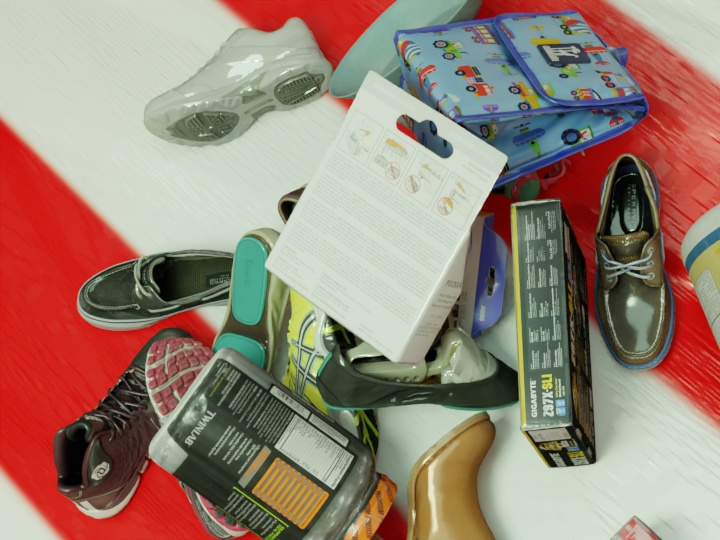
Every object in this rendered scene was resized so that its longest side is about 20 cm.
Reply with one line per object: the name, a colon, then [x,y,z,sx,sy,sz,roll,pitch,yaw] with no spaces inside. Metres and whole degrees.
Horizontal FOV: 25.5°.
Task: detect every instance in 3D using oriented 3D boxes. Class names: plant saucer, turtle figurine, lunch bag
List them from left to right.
plant saucer: [0.056,-0.226,1.541,0.201,0.039,0.201,-37,21,17]
turtle figurine: [0.116,-0.123,1.500,0.150,0.101,0.200,-33,52,-13]
lunch bag: [0.149,-0.161,1.416,0.200,0.094,0.151,-16,42,-13]

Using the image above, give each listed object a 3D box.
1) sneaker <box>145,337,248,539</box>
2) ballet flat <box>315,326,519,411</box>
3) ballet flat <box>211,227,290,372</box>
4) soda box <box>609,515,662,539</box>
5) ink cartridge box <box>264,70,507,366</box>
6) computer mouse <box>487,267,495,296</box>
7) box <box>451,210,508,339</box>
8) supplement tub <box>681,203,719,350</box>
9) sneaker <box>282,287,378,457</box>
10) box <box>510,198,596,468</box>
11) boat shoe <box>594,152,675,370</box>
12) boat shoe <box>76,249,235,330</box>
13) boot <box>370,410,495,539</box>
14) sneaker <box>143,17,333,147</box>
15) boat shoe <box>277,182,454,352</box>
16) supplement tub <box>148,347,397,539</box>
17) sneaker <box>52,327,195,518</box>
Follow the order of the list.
sneaker: [-0.154,0.157,1.480,0.081,0.075,0.200,-12,71,-29]
ballet flat: [0.061,0.089,1.410,0.200,0.068,0.068,-2,34,-18]
ballet flat: [-0.098,0.054,1.514,0.069,0.069,0.200,23,109,23]
soda box: [0.189,0.303,1.344,0.200,0.070,0.063,-45,65,-1]
ink cartridge box: [0.028,-0.044,1.361,0.162,0.057,0.200,35,101,27]
computer mouse: [0.048,-0.018,1.520,0.200,0.034,0.059,21,78,22]
box: [0.043,-0.005,1.490,0.200,0.041,0.119,9,100,18]
supplement tub: [0.369,0.038,1.341,0.144,0.145,0.200,-22,67,8]
sneaker: [-0.043,0.087,1.468,0.076,0.075,0.200,-14,85,16]
box: [0.169,0.058,1.387,0.049,0.160,0.200,-6,71,16]
boat shoe: [0.240,-0.011,1.437,0.072,0.072,0.200,-8,69,14]
boat shoe: [-0.193,0.008,1.562,0.200,0.071,0.072,-12,69,13]
boot: [0.099,0.238,1.390,0.155,0.077,0.200,35,83,24]
sneaker: [-0.130,-0.196,1.622,0.200,0.078,0.099,-19,58,2]
boat shoe: [0.000,0.000,1.447,0.072,0.072,0.200,-44,81,20]
supplement tub: [-0.074,0.169,1.392,0.200,0.123,0.123,37,84,-4]
sneaker: [-0.225,0.136,1.503,0.076,0.116,0.200,21,79,22]
